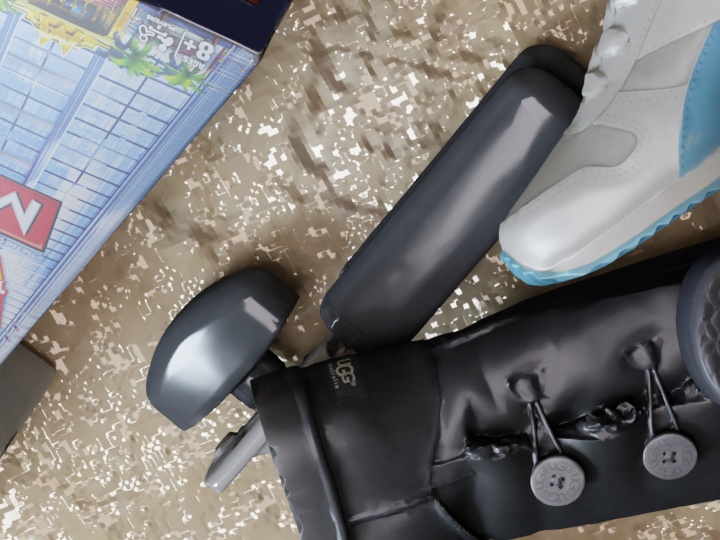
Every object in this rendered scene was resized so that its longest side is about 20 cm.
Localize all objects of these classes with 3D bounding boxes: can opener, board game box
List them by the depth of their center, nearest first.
[{"bbox_3d":[-0.142,-0.058,0.830,0.200,0.062,0.200,25,134,-1],"label":"board game box"},{"bbox_3d":[0.000,0.000,0.860,0.066,0.053,0.200,41,115,-7],"label":"can opener"}]

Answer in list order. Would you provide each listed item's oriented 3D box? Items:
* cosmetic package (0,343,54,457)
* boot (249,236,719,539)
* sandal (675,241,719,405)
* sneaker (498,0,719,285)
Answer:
[{"bbox_3d":[-0.221,0.025,0.914,0.200,0.074,0.102,37,116,-6],"label":"cosmetic package"},{"bbox_3d":[0.080,0.075,0.859,0.200,0.066,0.165,-18,126,-2],"label":"boot"},{"bbox_3d":[0.194,0.001,0.800,0.200,0.043,0.076,-4,94,-9],"label":"sandal"},{"bbox_3d":[0.105,-0.081,0.776,0.081,0.077,0.200,41,93,-3],"label":"sneaker"}]
